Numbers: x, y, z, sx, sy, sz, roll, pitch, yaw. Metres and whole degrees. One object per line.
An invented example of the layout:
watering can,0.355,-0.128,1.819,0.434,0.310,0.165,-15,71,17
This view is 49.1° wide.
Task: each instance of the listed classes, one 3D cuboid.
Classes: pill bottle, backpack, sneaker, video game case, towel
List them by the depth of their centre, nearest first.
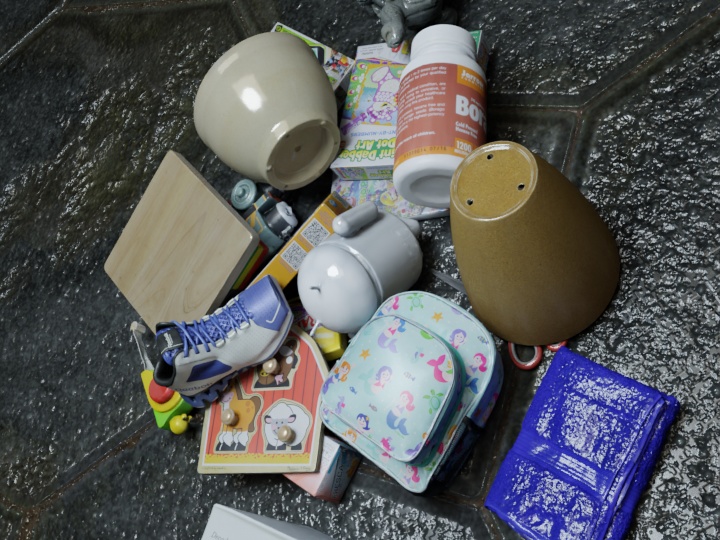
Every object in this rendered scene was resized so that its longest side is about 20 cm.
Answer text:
towel,0.227,0.193,0.824,0.146,0.049,0.203,23,81,34
backpack,0.062,0.127,0.894,0.176,0.151,0.201,32,78,28
sneaker,-0.181,0.087,0.956,0.199,0.115,0.081,-43,57,13
pill bottle,0.098,-0.189,0.959,0.110,0.112,0.204,-7,66,27
video game case,0.048,-0.131,1.092,0.196,0.018,0.146,-8,65,27

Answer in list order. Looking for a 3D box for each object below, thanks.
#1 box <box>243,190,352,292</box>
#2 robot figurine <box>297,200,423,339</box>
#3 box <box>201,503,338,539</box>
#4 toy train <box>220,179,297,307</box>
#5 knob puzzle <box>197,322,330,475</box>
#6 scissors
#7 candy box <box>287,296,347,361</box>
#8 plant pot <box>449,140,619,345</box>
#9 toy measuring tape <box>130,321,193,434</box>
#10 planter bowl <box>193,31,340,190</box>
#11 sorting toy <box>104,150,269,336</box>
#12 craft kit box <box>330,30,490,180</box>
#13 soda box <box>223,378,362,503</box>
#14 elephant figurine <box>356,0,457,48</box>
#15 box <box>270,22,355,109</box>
box,-0.094,-0.015,1.054,0.041,0.119,0.200,44,103,-6
robot figurine,0.000,0.000,0.969,0.111,0.173,0.199,13,37,36
box,-0.051,0.350,0.821,0.197,0.199,0.133,12,73,33
toy train,-0.176,-0.041,1.142,0.199,0.085,0.115,-41,59,11
knob puzzle,-0.122,0.147,0.981,0.216,0.030,0.224,-13,61,25
scissors,0.166,0.038,0.953,0.073,0.014,0.200,-45,53,6
candy box,-0.108,0.093,1.071,0.197,0.026,0.104,-20,54,21
plant pot,0.173,-0.043,0.860,0.183,0.200,0.190,-13,59,22
toy measuring tape,-0.276,0.141,1.127,0.073,0.073,0.202,-35,56,11
planter bowl,-0.108,-0.197,1.074,0.200,0.200,0.135,-42,62,6
sorting toy,-0.233,-0.021,1.080,0.199,0.069,0.202,43,108,27
craft kit box,0.068,-0.224,1.086,0.196,0.048,0.202,1,72,30
soda box,-0.097,0.212,0.994,0.198,0.063,0.069,23,81,35
elephant figurine,0.079,-0.394,1.125,0.156,0.140,0.201,-54,45,16
box,-0.095,-0.309,1.244,0.199,0.035,0.111,35,89,36
